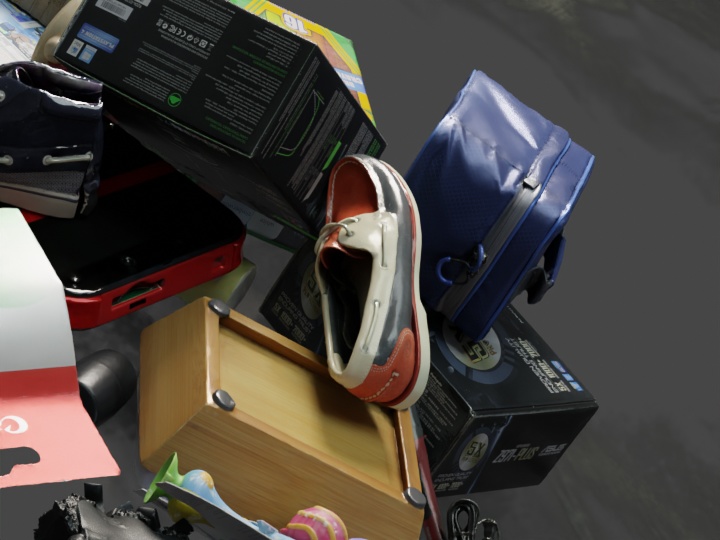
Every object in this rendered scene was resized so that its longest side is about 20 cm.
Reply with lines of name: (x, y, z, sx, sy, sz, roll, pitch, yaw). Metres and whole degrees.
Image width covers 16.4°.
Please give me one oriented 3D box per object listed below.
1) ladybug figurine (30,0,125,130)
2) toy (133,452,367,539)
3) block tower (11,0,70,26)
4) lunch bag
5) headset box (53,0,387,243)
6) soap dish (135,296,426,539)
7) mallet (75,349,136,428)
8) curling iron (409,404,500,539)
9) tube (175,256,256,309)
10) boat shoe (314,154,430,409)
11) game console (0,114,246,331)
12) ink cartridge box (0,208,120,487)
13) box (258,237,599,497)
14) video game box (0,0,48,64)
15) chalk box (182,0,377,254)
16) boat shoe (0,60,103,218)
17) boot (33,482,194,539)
ladybug figurine: (-0.175, -0.155, 1.875, 0.072, 0.136, 0.200, 36, 18, 18)
toy: (-0.036, 0.166, 1.521, 0.199, 0.047, 0.115, 28, -14, -10)
block tower: (-0.267, -0.248, 1.920, 0.199, 0.058, 0.054, 34, 21, -1)
lunch bag: (0.092, -0.042, 1.814, 0.132, 0.136, 0.200, 33, 25, -1)
headset box: (-0.093, -0.117, 1.758, 0.173, 0.093, 0.200, 28, -8, 22)
soap dish: (-0.050, 0.112, 1.631, 0.199, 0.081, 0.158, 28, 25, -19)
mallet: (-0.229, 0.030, 1.603, 0.200, 0.041, 0.066, 38, 25, 14)
curling iron: (0.045, 0.120, 1.728, 0.026, 0.049, 0.201, 64, 3, -66)
tube: (-0.167, -0.037, 1.794, 0.199, 0.052, 0.058, 35, -11, 6)
boat shoe: (0.000, 0.000, 1.683, 0.062, 0.071, 0.201, 21, 47, -35)
game console: (-0.192, -0.037, 1.719, 0.176, 0.031, 0.199, 35, 34, 25)
ink cartridge box: (-0.244, 0.045, 1.499, 0.160, 0.050, 0.200, -4, 42, -36)
box: (0.051, 0.064, 1.844, 0.163, 0.086, 0.200, 1, 42, -51)
video game box: (-0.314, -0.199, 1.890, 0.200, 0.047, 0.182, 42, 27, 13)
chalk box: (-0.072, -0.107, 1.946, 0.124, 0.124, 0.200, 23, 27, -25)
boat shoe: (-0.263, -0.102, 1.664, 0.199, 0.093, 0.075, 10, 32, -15)
boot: (-0.100, 0.207, 1.404, 0.162, 0.074, 0.199, 25, 19, -29)
